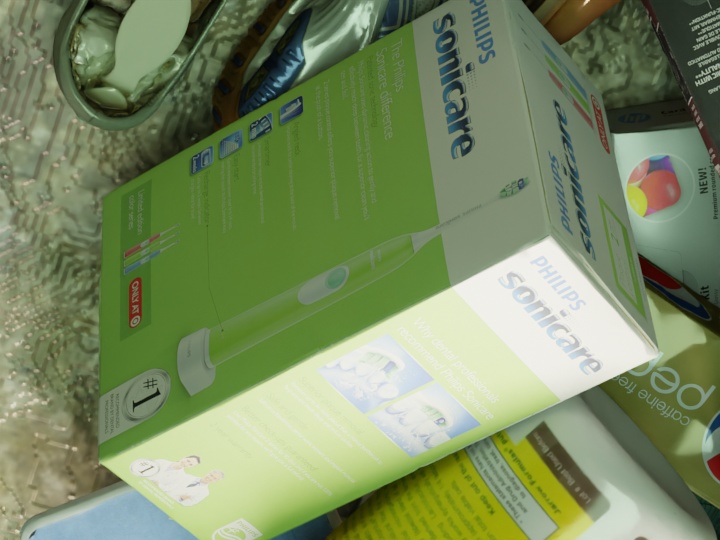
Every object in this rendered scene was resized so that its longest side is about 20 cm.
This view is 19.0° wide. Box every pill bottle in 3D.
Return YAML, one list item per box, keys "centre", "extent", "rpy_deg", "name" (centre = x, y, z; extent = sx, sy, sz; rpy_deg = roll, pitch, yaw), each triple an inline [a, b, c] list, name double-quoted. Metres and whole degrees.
- centre: [0.035, 0.134, 0.851]
  extent: [0.200, 0.109, 0.109]
  rpy_deg: [-42, 109, 9]
  name: "pill bottle"

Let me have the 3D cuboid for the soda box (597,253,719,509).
- centre: [0.138, 0.048, 0.922]
  extent: [0.200, 0.068, 0.064]
  rpy_deg: [34, 103, -14]
  name: "soda box"

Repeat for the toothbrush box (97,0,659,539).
- centre: [0.000, 0.000, 0.838]
  extent: [0.200, 0.146, 0.086]
  rpy_deg: [-29, 132, 21]
  name: "toothbrush box"

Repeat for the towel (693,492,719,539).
- centre: [0.119, 0.183, 1.000]
  extent: [0.146, 0.022, 0.200]
  rpy_deg: [15, 110, -44]
  name: "towel"

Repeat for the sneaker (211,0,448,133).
- centre: [0.025, -0.115, 0.900]
  extent: [0.088, 0.075, 0.200]
  rpy_deg: [31, 111, -24]
  name: "sneaker"

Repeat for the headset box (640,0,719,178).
- centre: [0.177, -0.122, 0.805]
  extent: [0.149, 0.077, 0.200]
  rpy_deg: [-25, 89, 8]
  name: "headset box"

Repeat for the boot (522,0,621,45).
- centre: [0.171, -0.131, 0.915]
  extent: [0.200, 0.077, 0.155]
  rpy_deg: [-47, 112, 1]
  name: "boot"

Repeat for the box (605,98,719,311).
- centre: [0.212, -0.007, 0.971]
  extent: [0.199, 0.041, 0.156]
  rpy_deg: [-10, 109, -5]
  name: "box"

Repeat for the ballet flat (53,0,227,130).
- centre: [-0.061, -0.143, 0.876]
  extent: [0.067, 0.064, 0.200]
  rpy_deg: [28, 103, -16]
  name: "ballet flat"

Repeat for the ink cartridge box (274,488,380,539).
- centre: [0.004, 0.131, 0.963]
  extent: [0.145, 0.085, 0.200]
  rpy_deg: [24, 102, -9]
  name: "ink cartridge box"

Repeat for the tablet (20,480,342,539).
- centre: [-0.050, 0.173, 0.923]
  extent: [0.130, 0.014, 0.200]
  rpy_deg: [-21, 105, 5]
  name: "tablet"
